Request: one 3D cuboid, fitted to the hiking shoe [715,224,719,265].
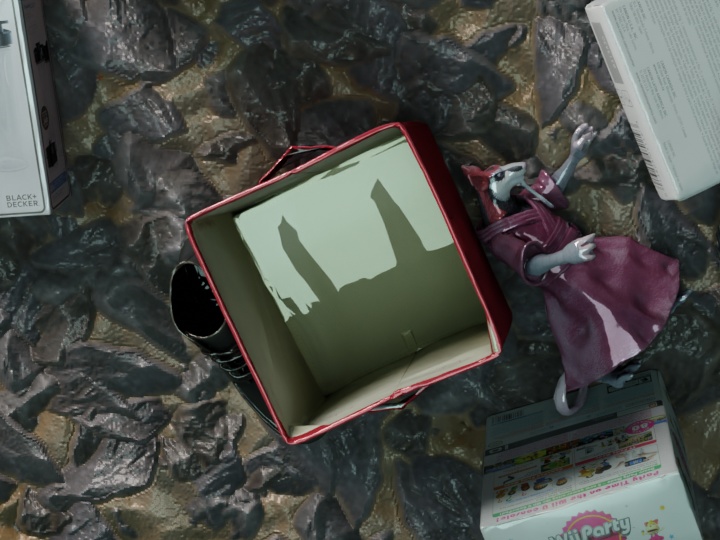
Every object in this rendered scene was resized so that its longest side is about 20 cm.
[{"bbox_3d":[0.317,-0.045,1.136,0.087,0.074,0.200,-20,139,-12],"label":"hiking shoe"}]

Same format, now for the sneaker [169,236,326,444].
[{"bbox_3d":[-0.092,0.067,1.225,0.075,0.106,0.200,-29,101,14],"label":"sneaker"}]

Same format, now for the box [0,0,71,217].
[{"bbox_3d":[-0.301,-0.143,1.212,0.116,0.060,0.200,-4,107,8],"label":"box"}]

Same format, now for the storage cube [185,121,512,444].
[{"bbox_3d":[0.000,0.000,1.139,0.171,0.180,0.200,-24,91,10],"label":"storage cube"}]

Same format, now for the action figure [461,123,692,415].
[{"bbox_3d":[0.149,-0.012,1.189,0.200,0.134,0.149,39,131,-6],"label":"action figure"}]

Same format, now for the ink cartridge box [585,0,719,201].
[{"bbox_3d":[0.288,-0.164,1.152,0.200,0.050,0.161,-25,103,-5],"label":"ink cartridge box"}]

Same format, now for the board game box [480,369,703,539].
[{"bbox_3d":[0.171,0.155,1.171,0.147,0.200,0.064,-18,104,12],"label":"board game box"}]
